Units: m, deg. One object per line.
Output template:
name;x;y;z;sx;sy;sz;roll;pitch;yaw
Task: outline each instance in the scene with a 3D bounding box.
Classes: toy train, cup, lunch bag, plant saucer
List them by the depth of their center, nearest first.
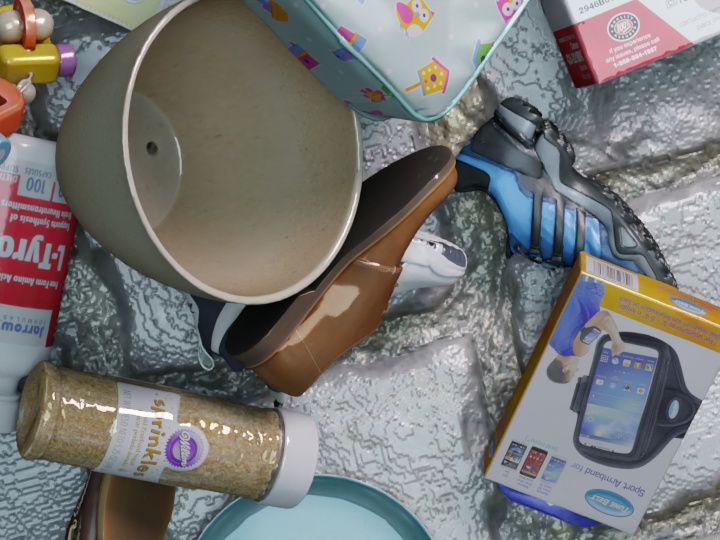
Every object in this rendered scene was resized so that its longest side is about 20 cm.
lunch bag;0.012;-0.200;1.301;0.200;0.077;0.161;43;69;-27
cup;-0.118;-0.077;1.339;0.200;0.143;0.201;2;86;-44
toy train;-0.274;-0.157;1.361;0.200;0.056;0.150;40;45;23
plant saucer;-0.033;0.244;1.471;0.199;0.027;0.201;0;93;-4

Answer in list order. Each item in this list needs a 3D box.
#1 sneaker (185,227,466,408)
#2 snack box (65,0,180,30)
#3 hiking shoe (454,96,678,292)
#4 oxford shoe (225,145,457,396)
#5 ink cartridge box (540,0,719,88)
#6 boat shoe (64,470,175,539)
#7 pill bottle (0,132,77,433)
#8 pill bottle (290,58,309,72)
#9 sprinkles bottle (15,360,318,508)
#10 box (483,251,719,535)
sneaker;-0.027;0.034;1.438;0.198;0.079;0.130;1;98;-10
snack box;-0.151;-0.226;1.408;0.199;0.037;0.116;25;104;4
hiking shoe;0.147;-0.028;1.459;0.087;0.074;0.200;-42;89;12
oxford shoe;0.000;0.000;1.375;0.200;0.071;0.071;-47;116;0
ink cartridge box;0.187;-0.247;1.438;0.144;0.084;0.201;-23;94;-3
boat shoe;-0.180;0.196;1.434;0.070;0.070;0.201;23;72;-48
pill bottle;-0.258;0.004;1.398;0.112;0.112;0.201;11;92;-5
pill bottle;0.017;-0.223;1.410;0.114;0.114;0.201;15;91;-5
sprinkles bottle;-0.130;0.112;1.389;0.199;0.068;0.068;13;91;-22
box;0.169;0.098;1.442;0.119;0.042;0.200;21;112;-4
